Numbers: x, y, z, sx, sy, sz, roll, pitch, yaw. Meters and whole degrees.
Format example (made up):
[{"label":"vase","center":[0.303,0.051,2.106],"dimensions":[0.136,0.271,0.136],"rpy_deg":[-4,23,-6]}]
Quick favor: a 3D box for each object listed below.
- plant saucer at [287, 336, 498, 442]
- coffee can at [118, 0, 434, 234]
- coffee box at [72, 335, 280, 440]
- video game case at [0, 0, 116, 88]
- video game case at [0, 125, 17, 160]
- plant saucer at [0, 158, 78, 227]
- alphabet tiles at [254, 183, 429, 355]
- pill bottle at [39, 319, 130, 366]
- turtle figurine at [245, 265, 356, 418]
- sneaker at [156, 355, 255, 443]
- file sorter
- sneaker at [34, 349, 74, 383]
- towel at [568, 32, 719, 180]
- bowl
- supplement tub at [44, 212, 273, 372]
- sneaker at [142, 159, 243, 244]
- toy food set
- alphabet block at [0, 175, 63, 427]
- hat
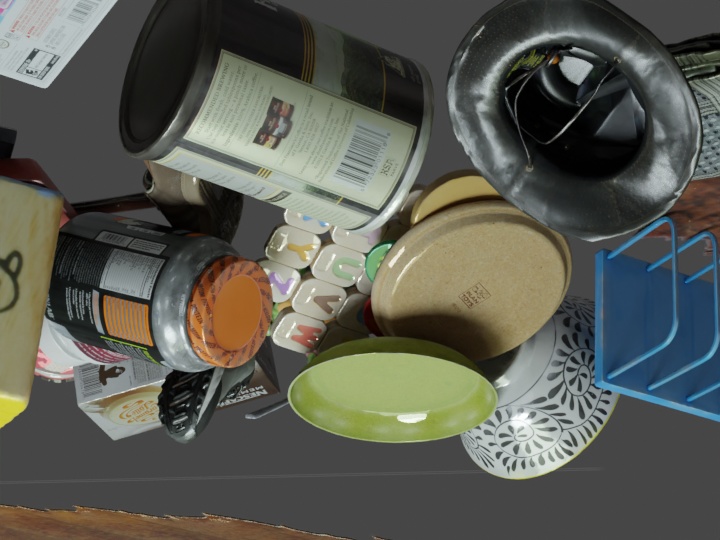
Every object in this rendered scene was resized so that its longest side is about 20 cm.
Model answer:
[{"label":"plant saucer","center":[0.031,0.109,1.679],"dimensions":[0.198,0.031,0.201],"rpy_deg":[2,151,1]},{"label":"coffee can","center":[-0.065,-0.125,1.357],"dimensions":[0.198,0.148,0.146],"rpy_deg":[19,153,-28]},{"label":"coffee box","center":[-0.200,0.105,1.932],"dimensions":[0.198,0.080,0.115],"rpy_deg":[-16,153,6]},{"label":"video game case","center":[-0.293,-0.213,1.367],"dimensions":[0.180,0.024,0.200],"rpy_deg":[17,155,-23]},{"label":"video game case","center":[-0.422,-0.114,1.628],"dimensions":[0.198,0.019,0.143],"rpy_deg":[11,156,-15]},{"label":"plant saucer","center":[-0.355,-0.055,1.683],"dimensions":[0.198,0.037,0.200],"rpy_deg":[1,156,13]},{"label":"alphabet tiles","center":[0.000,0.000,1.648],"dimensions":[0.194,0.015,0.201],"rpy_deg":[19,116,-27]},{"label":"pill bottle","center":[-0.242,0.035,1.808],"dimensions":[0.199,0.111,0.109],"rpy_deg":[-18,147,42]},{"label":"turtle figurine","center":[-0.033,0.052,1.733],"dimensions":[0.192,0.145,0.200],"rpy_deg":[-15,176,16]},{"label":"sneaker","center":[-0.142,0.104,1.770],"dimensions":[0.074,0.201,0.080],"rpy_deg":[-25,116,28]},{"label":"file sorter","center":[0.336,0.050,1.675],"dimensions":[0.198,0.140,0.123],"rpy_deg":[17,152,-23]},{"label":"sneaker","center":[-0.369,0.070,1.966],"dimensions":[0.198,0.074,0.087],"rpy_deg":[8,154,-4]},{"label":"towel","center":[0.255,-0.121,1.433],"dimensions":[0.191,0.035,0.200],"rpy_deg":[-8,152,29]},{"label":"bowl","center":[0.152,0.094,1.751],"dimensions":[0.199,0.203,0.094],"rpy_deg":[-14,143,38]},{"label":"supplement tub","center":[-0.183,0.021,1.601],"dimensions":[0.199,0.124,0.122],"rpy_deg":[13,164,35]},{"label":"sneaker","center":[-0.157,-0.073,1.624],"dimensions":[0.075,0.071,0.200],"rpy_deg":[22,157,13]},{"label":"toy food set","center":[0.097,0.008,1.637],"dimensions":[0.199,0.049,0.198],"rpy_deg":[27,118,-34]},{"label":"alphabet block","center":[-0.393,0.028,1.583],"dimensions":[0.194,0.202,0.196],"rpy_deg":[15,155,-22]},{"label":"hat","center":[0.168,-0.126,1.343],"dimensions":[0.199,0.081,0.203],"rpy_deg":[10,116,21]}]
